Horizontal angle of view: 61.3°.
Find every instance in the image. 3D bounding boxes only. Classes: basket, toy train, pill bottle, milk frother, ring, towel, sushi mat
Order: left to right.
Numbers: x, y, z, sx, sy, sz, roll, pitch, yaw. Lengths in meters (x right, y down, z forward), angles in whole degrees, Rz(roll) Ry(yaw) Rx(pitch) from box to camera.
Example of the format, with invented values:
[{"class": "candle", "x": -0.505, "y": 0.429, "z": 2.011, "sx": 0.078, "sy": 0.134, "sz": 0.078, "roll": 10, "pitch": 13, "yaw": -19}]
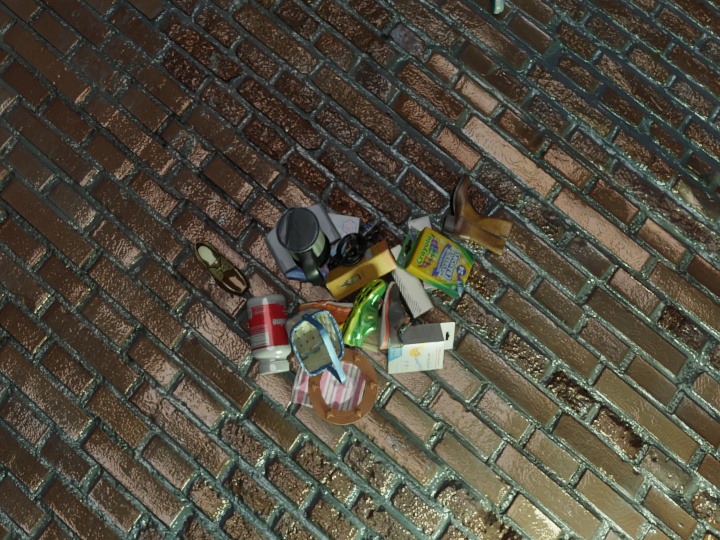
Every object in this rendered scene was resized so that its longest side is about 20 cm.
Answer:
[{"class": "pill bottle", "x": -0.248, "y": 0.176, "z": 1.667, "sx": 0.108, "sy": 0.112, "sz": 0.207, "roll": -8, "pitch": 80, "yaw": -3}, {"class": "basket", "x": -0.111, "y": 0.188, "z": 1.594, "sx": 0.136, "sy": 0.199, "sz": 0.181, "roll": -28, "pitch": 118, "yaw": -16}, {"class": "milk frother", "x": -0.097, "y": -0.080, "z": 1.591, "sx": 0.198, "sy": 0.188, "sz": 0.183, "roll": -35, "pitch": 76, "yaw": -3}, {"class": "towel", "x": -0.087, "y": 0.315, "z": 1.688, "sx": 0.193, "sy": 0.030, "sz": 0.151, "roll": 14, "pitch": 79, "yaw": 1}, {"class": "ring", "x": -0.049, "y": 0.316, "z": 1.667, "sx": 0.193, "sy": 0.019, "sz": 0.208, "roll": 0, "pitch": 76, "yaw": -2}, {"class": "sushi mat", "x": -0.029, "y": 0.158, "z": 1.727, "sx": 0.194, "sy": 0.012, "sz": 0.099, "roll": 16, "pitch": 79, "yaw": 2}, {"class": "toy train", "x": -0.018, "y": -0.071, "z": 1.719, "sx": 0.199, "sy": 0.034, "sz": 0.046, "roll": -43, "pitch": 72, "yaw": -8}]

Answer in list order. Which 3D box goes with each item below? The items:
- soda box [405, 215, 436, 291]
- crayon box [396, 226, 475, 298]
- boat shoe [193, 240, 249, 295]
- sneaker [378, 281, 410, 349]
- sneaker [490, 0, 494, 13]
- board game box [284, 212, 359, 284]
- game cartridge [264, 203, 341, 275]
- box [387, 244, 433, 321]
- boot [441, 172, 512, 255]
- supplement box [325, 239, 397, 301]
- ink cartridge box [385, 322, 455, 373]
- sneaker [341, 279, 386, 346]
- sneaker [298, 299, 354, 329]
[{"class": "soda box", "x": 0.186, "y": -0.047, "z": 1.745, "sx": 0.066, "sy": 0.064, "sz": 0.207, "roll": -13, "pitch": 80, "yaw": -4}, {"class": "crayon box", "x": 0.208, "y": -0.030, "z": 1.682, "sx": 0.196, "sy": 0.052, "sz": 0.128, "roll": 28, "pitch": 72, "yaw": -5}, {"class": "boat shoe", "x": -0.401, "y": -0.008, "z": 1.716, "sx": 0.199, "sy": 0.074, "sz": 0.076, "roll": 40, "pitch": 81, "yaw": 6}, {"class": "sneaker", "x": 0.095, "y": 0.125, "z": 1.629, "sx": 0.079, "sy": 0.078, "sz": 0.205, "roll": 9, "pitch": 56, "yaw": 0}, {"class": "sneaker", "x": 0.475, "y": -0.901, "z": 1.905, "sx": 0.126, "sy": 0.080, "sz": 0.207, "roll": 4, "pitch": 80, "yaw": 1}, {"class": "board game box", "x": -0.108, "y": -0.064, "z": 1.751, "sx": 0.193, "sy": 0.041, "sz": 0.207, "roll": 7, "pitch": 79, "yaw": 0}, {"class": "game cartridge", "x": -0.168, "y": -0.096, "z": 1.717, "sx": 0.197, "sy": 0.041, "sz": 0.135, "roll": -32, "pitch": 77, "yaw": -6}, {"class": "box", "x": 0.130, "y": 0.035, "z": 1.721, "sx": 0.067, "sy": 0.082, "sz": 0.204, "roll": -27, "pitch": 80, "yaw": -5}, {"class": "boot", "x": 0.352, "y": -0.167, "z": 1.770, "sx": 0.194, "sy": 0.069, "sz": 0.194, "roll": 18, "pitch": 79, "yaw": 1}, {"class": "supplement box", "x": 0.000, "y": 0.000, "z": 1.660, "sx": 0.196, "sy": 0.069, "sz": 0.067, "roll": -30, "pitch": 119, "yaw": 7}, {"class": "ink cartridge box", "x": 0.167, "y": 0.212, "z": 1.664, "sx": 0.193, "sy": 0.117, "sz": 0.069, "roll": -6, "pitch": 43, "yaw": -3}, {"class": "sneaker", "x": 0.019, "y": 0.114, "z": 1.641, "sx": 0.082, "sy": 0.074, "sz": 0.204, "roll": 23, "pitch": 106, "yaw": -19}, {"class": "sneaker", "x": -0.078, "y": 0.122, "z": 1.691, "sx": 0.193, "sy": 0.073, "sz": 0.080, "roll": 6, "pitch": 88, "yaw": 3}]
